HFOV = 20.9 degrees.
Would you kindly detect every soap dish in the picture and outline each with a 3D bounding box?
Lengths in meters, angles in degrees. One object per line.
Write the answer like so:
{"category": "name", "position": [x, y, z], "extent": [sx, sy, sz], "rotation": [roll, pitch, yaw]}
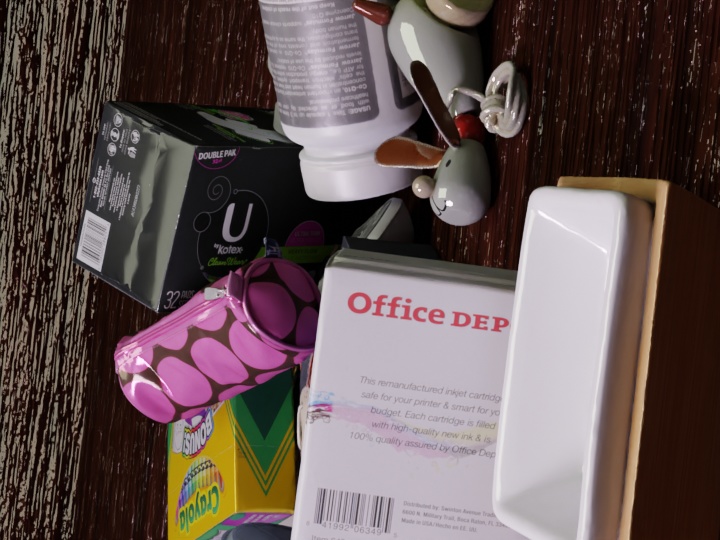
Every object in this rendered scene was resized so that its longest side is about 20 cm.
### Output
{"category": "soap dish", "position": [0.134, 0.053, 1.013], "extent": [0.157, 0.081, 0.200], "rotation": [-167, 83, -75]}

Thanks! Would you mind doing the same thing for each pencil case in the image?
{"category": "pencil case", "position": [-0.115, 0.054, 1.523], "extent": [0.200, 0.094, 0.091], "rotation": [-32, 56, 44]}

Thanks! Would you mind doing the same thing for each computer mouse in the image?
{"category": "computer mouse", "position": [0.000, 0.000, 1.585], "extent": [0.110, 0.044, 0.200], "rotation": [-54, 7, -23]}

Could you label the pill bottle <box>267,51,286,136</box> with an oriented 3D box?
{"category": "pill bottle", "position": [-0.015, -0.208, 1.617], "extent": [0.113, 0.113, 0.200], "rotation": [-123, 40, -67]}

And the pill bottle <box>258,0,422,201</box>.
{"category": "pill bottle", "position": [-0.014, -0.162, 1.513], "extent": [0.113, 0.113, 0.200], "rotation": [-131, 30, -70]}

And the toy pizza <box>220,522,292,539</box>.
{"category": "toy pizza", "position": [0.000, 0.216, 1.233], "extent": [0.032, 0.200, 0.200], "rotation": [-66, 17, 6]}

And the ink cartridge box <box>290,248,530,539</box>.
{"category": "ink cartridge box", "position": [0.041, 0.097, 1.164], "extent": [0.146, 0.146, 0.200], "rotation": [-64, -19, -85]}

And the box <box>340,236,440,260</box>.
{"category": "box", "position": [0.026, 0.082, 1.428], "extent": [0.200, 0.079, 0.141], "rotation": [-113, 34, -61]}

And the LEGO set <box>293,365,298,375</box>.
{"category": "LEGO set", "position": [-0.096, 0.079, 1.801], "extent": [0.154, 0.116, 0.200], "rotation": [-108, 27, -56]}

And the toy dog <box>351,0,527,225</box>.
{"category": "toy dog", "position": [0.043, -0.134, 1.398], "extent": [0.200, 0.096, 0.132], "rotation": [-101, 22, -48]}

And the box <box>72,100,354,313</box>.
{"category": "box", "position": [-0.118, -0.055, 1.653], "extent": [0.124, 0.200, 0.149], "rotation": [28, 111, 40]}

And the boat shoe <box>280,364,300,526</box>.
{"category": "boat shoe", "position": [-0.045, 0.153, 1.668], "extent": [0.062, 0.075, 0.200], "rotation": [-140, 58, -70]}

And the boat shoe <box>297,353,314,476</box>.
{"category": "boat shoe", "position": [-0.019, 0.123, 1.579], "extent": [0.063, 0.071, 0.200], "rotation": [-80, -4, -65]}

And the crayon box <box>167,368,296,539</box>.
{"category": "crayon box", "position": [-0.113, 0.142, 1.662], "extent": [0.200, 0.058, 0.173], "rotation": [138, 134, -62]}
